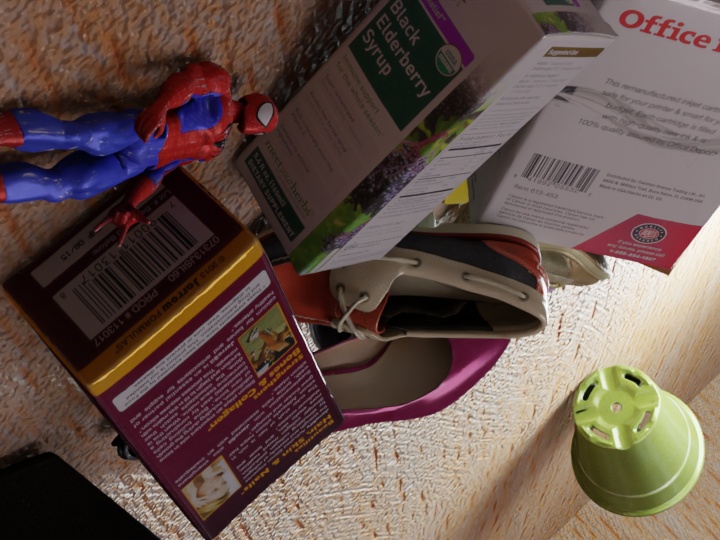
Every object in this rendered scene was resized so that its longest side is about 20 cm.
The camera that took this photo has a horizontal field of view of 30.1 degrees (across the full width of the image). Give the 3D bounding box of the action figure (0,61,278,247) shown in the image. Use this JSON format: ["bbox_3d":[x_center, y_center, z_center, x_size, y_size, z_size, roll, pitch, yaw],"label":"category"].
[{"bbox_3d":[-0.109,-0.055,0.616,0.199,0.052,0.066,-27,148,-47],"label":"action figure"}]

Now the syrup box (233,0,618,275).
[{"bbox_3d":[0.030,-0.089,0.707,0.081,0.079,0.200,-12,155,-51],"label":"syrup box"}]

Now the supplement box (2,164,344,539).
[{"bbox_3d":[-0.093,0.049,0.731,0.110,0.086,0.201,-40,148,-13],"label":"supplement box"}]

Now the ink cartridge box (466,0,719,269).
[{"bbox_3d":[0.163,-0.105,0.793,0.143,0.085,0.201,11,139,-15],"label":"ink cartridge box"}]

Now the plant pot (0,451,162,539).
[{"bbox_3d":[-0.197,0.231,0.787,0.177,0.199,0.201,-46,163,-34],"label":"plant pot"}]

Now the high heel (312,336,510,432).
[{"bbox_3d":[0.013,0.062,0.885,0.198,0.068,0.096,-18,160,-6],"label":"high heel"}]

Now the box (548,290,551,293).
[{"bbox_3d":[0.189,-0.064,1.180,0.137,0.039,0.200,-46,159,-1],"label":"box"}]

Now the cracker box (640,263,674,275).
[{"bbox_3d":[0.279,-0.115,1.112,0.134,0.057,0.201,106,7,-58],"label":"cracker box"}]

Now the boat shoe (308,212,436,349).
[{"bbox_3d":[-0.001,0.000,0.888,0.071,0.070,0.202,-40,161,-25],"label":"boat shoe"}]

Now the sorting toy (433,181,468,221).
[{"bbox_3d":[0.090,-0.116,0.900,0.185,0.036,0.200,-45,159,-6],"label":"sorting toy"}]

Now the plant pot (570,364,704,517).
[{"bbox_3d":[0.378,0.225,1.906,0.200,0.200,0.190,-44,146,-4],"label":"plant pot"}]

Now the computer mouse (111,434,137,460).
[{"bbox_3d":[-0.096,0.099,0.922,0.110,0.044,0.200,-47,159,-1],"label":"computer mouse"}]

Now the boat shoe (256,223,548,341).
[{"bbox_3d":[0.016,0.012,0.812,0.197,0.063,0.072,0,137,-1],"label":"boat shoe"}]

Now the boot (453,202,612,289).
[{"bbox_3d":[0.101,0.008,1.046,0.155,0.073,0.199,-40,154,21],"label":"boot"}]
